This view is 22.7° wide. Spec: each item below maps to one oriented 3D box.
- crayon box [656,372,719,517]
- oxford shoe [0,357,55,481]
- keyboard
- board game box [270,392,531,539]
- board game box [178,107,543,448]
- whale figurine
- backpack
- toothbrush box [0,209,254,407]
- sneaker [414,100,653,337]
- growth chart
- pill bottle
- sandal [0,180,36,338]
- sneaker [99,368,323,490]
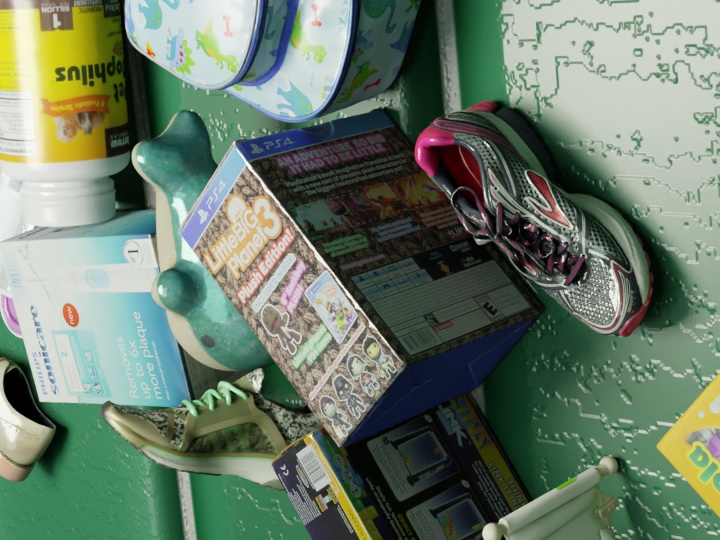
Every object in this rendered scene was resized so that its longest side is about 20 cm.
[{"bbox_3d":[0.274,0.108,1.126,0.126,0.051,0.201,49,129,21],"label":"crayon box"},{"bbox_3d":[-0.352,0.100,1.686,0.074,0.071,0.200,-46,73,18],"label":"oxford shoe"},{"bbox_3d":[-0.292,-0.077,1.564,0.056,0.011,0.201,26,102,23],"label":"keyboard"},{"bbox_3d":[0.051,0.187,1.270,0.057,0.165,0.201,-39,76,40],"label":"board game box"},{"bbox_3d":[0.000,0.000,1.267,0.200,0.159,0.097,52,130,18],"label":"board game box"},{"bbox_3d":[-0.096,-0.022,1.352,0.103,0.159,0.201,-7,114,37],"label":"whale figurine"},{"bbox_3d":[-0.066,-0.202,1.278,0.199,0.147,0.184,30,123,29],"label":"backpack"},{"bbox_3d":[-0.195,0.030,1.495,0.199,0.085,0.148,0,107,43],"label":"toothbrush box"},{"bbox_3d":[0.114,-0.028,1.215,0.200,0.074,0.081,46,128,21],"label":"sneaker"},{"bbox_3d":[0.137,0.243,1.230,0.018,0.144,0.202,7,109,53],"label":"growth chart"},{"bbox_3d":[-0.247,-0.142,1.478,0.109,0.109,0.202,8,106,40],"label":"pill bottle"},{"bbox_3d":[-0.297,-0.031,1.597,0.082,0.050,0.204,19,113,35],"label":"sandal"},{"bbox_3d":[-0.105,0.112,1.399,0.077,0.199,0.089,23,99,66],"label":"sneaker"}]
